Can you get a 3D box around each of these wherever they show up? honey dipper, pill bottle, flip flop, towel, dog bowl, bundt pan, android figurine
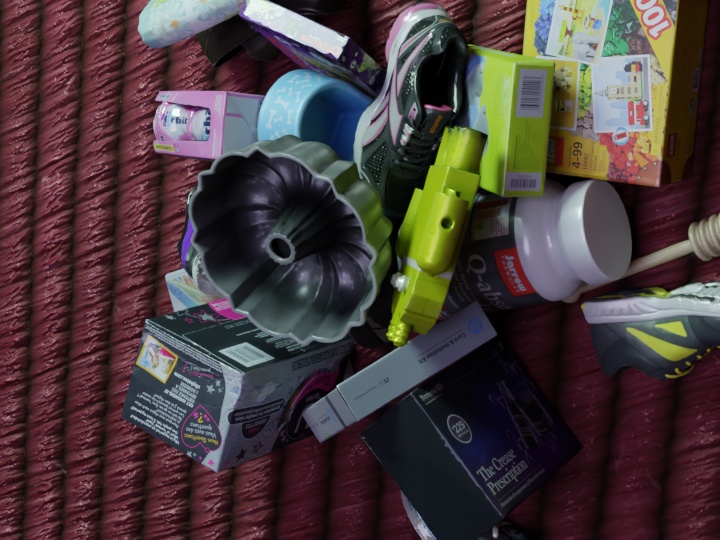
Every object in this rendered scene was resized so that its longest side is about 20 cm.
[{"bbox_3d":[0.267,-0.008,1.588,0.200,0.038,0.038,-24,84,37],"label":"honey dipper"},{"bbox_3d":[0.144,-0.023,1.608,0.199,0.116,0.116,-11,91,36],"label":"pill bottle"},{"bbox_3d":[0.000,0.000,1.693,0.081,0.200,0.058,-20,50,1],"label":"flip flop"},{"bbox_3d":[-0.118,-0.304,1.697,0.171,0.200,0.048,-22,116,33],"label":"towel"},{"bbox_3d":[-0.008,-0.116,1.646,0.049,0.200,0.112,8,73,51],"label":"dog bowl"},{"bbox_3d":[-0.054,-0.036,1.570,0.201,0.076,0.203,17,126,25],"label":"bundt pan"},{"bbox_3d":[0.063,-0.029,1.514,0.041,0.182,0.201,18,94,-6],"label":"android figurine"}]

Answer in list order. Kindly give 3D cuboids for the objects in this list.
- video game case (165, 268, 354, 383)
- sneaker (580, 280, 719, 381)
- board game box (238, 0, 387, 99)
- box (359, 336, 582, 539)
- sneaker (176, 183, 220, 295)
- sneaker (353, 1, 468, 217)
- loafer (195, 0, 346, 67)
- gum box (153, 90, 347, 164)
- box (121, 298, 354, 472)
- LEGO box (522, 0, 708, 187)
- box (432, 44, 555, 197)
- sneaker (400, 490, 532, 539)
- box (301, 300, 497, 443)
[{"bbox_3d":[-0.109,0.067,1.842,0.200,0.022,0.183,-17,88,33],"label":"video game case"},{"bbox_3d":[0.297,0.058,1.562,0.200,0.074,0.085,-1,103,41],"label":"sneaker"},{"bbox_3d":[-0.024,-0.199,1.646,0.120,0.200,0.032,32,90,27],"label":"board game box"},{"bbox_3d":[0.107,0.160,1.605,0.079,0.200,0.141,-44,81,29],"label":"box"},{"bbox_3d":[-0.140,-0.082,1.812,0.201,0.069,0.100,-60,38,10],"label":"sneaker"},{"bbox_3d":[0.050,-0.141,1.577,0.086,0.080,0.201,-133,47,-59],"label":"sneaker"},{"bbox_3d":[-0.087,-0.252,1.758,0.200,0.073,0.072,-8,99,41],"label":"loafer"},{"bbox_3d":[-0.095,-0.135,1.678,0.113,0.199,0.066,8,94,50],"label":"gum box"},{"bbox_3d":[-0.120,0.109,1.724,0.132,0.200,0.115,26,112,26],"label":"box"},{"bbox_3d":[0.227,-0.186,1.557,0.148,0.077,0.201,10,102,31],"label":"LEGO box"},{"bbox_3d":[0.113,-0.144,1.589,0.200,0.047,0.122,-150,62,-66],"label":"box"},{"bbox_3d":[0.126,0.268,1.700,0.200,0.071,0.080,48,114,11],"label":"sneaker"},{"bbox_3d":[0.032,0.099,1.621,0.041,0.156,0.200,59,164,3],"label":"box"}]
